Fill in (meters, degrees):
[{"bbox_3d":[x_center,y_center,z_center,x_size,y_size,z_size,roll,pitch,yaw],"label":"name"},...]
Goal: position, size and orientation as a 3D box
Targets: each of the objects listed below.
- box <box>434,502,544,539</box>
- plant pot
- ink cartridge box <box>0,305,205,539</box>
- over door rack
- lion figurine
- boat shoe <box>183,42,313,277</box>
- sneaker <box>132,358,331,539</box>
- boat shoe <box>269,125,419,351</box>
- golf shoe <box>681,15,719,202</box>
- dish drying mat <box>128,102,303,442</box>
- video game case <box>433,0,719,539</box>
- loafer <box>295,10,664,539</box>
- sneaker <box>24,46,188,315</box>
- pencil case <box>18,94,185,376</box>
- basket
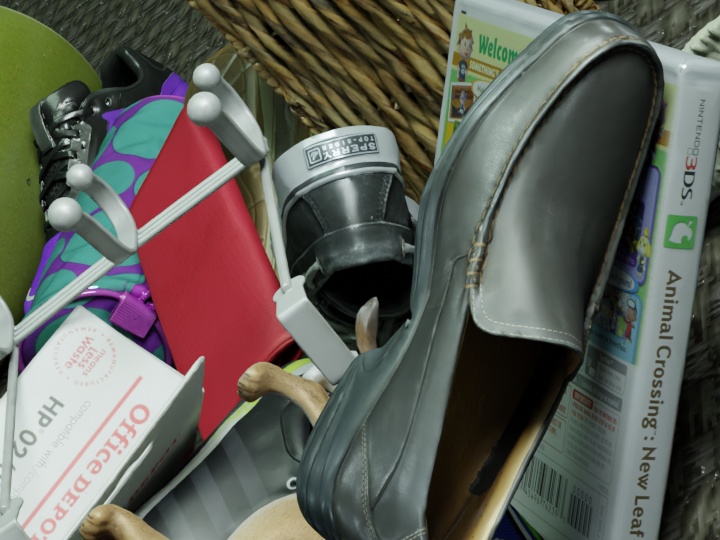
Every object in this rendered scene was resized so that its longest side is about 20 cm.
[{"bbox_3d":[0.015,0.163,0.848,0.070,0.064,0.200,-29,27,32],"label":"box"},{"bbox_3d":[-0.249,-0.025,1.531,0.187,0.187,0.201,-30,41,31],"label":"plant pot"},{"bbox_3d":[-0.127,0.094,1.092,0.115,0.068,0.200,-53,-7,-22],"label":"ink cartridge box"},{"bbox_3d":[-0.091,0.009,0.976,0.148,0.067,0.200,-37,32,9],"label":"over door rack"},{"bbox_3d":[-0.022,0.108,0.974,0.200,0.122,0.073,-45,-21,-18],"label":"lion figurine"},{"bbox_3d":[-0.048,-0.023,1.285,0.074,0.066,0.201,-26,48,38],"label":"boat shoe"},{"bbox_3d":[-0.043,0.105,1.044,0.083,0.072,0.200,-11,39,49],"label":"sneaker"},{"bbox_3d":[0.003,-0.001,1.110,0.073,0.068,0.199,-13,-15,-6],"label":"boat shoe"},{"bbox_3d":[0.136,-0.062,1.038,0.200,0.078,0.097,-37,17,13],"label":"golf shoe"},{"bbox_3d":[-0.070,0.002,1.209,0.077,0.018,0.200,-60,30,24],"label":"dish drying mat"},{"bbox_3d":[0.069,-0.001,0.957,0.200,0.022,0.183,-148,63,-66],"label":"video game case"},{"bbox_3d":[0.053,0.013,0.846,0.072,0.073,0.201,34,102,55],"label":"loafer"},{"bbox_3d":[-0.159,-0.052,1.482,0.069,0.100,0.200,-24,28,43],"label":"sneaker"},{"bbox_3d":[-0.115,-0.010,1.357,0.092,0.085,0.200,-30,25,28],"label":"pencil case"},{"bbox_3d":[0.032,-0.147,1.193,0.143,0.200,0.149,-23,29,43],"label":"basket"}]
